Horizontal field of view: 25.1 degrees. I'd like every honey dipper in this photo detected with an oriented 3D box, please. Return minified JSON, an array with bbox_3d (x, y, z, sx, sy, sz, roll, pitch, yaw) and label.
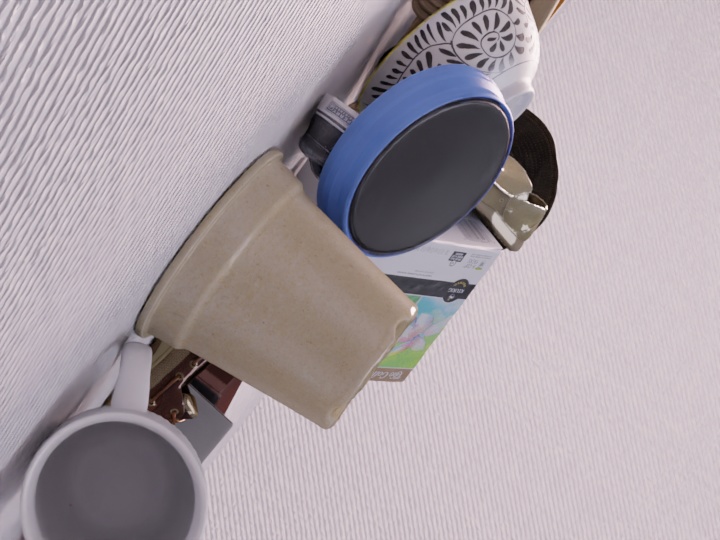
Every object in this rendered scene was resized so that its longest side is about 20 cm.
[{"bbox_3d":[0.035,-0.209,1.549,0.200,0.038,0.038,-50,180,40],"label":"honey dipper"}]

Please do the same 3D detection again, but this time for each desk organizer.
[{"bbox_3d":[-0.182,0.139,1.743,0.077,0.072,0.200,-48,173,-39],"label":"desk organizer"}]

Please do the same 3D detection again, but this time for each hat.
[{"bbox_3d":[0.114,-0.111,1.791,0.201,0.201,0.081,-53,148,6],"label":"hat"}]

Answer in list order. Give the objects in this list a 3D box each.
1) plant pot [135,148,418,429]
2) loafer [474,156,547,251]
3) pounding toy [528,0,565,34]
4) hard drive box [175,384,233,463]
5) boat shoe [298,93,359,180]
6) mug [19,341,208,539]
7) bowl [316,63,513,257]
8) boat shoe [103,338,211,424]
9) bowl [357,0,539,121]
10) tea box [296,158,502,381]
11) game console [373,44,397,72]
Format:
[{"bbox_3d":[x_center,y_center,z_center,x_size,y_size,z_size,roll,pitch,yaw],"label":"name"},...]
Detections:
[{"bbox_3d":[-0.059,0.030,1.387,0.201,0.183,0.200,-53,177,-4],"label":"plant pot"},{"bbox_3d":[0.134,-0.095,1.685,0.068,0.076,0.200,-42,142,2],"label":"loafer"},{"bbox_3d":[0.231,-0.356,1.769,0.184,0.142,0.200,-52,177,-16],"label":"pounding toy"},{"bbox_3d":[-0.237,0.219,1.628,0.200,0.077,0.156,-51,-173,-32],"label":"hard drive box"},{"bbox_3d":[-0.017,-0.110,1.493,0.068,0.072,0.200,-53,173,3],"label":"boat shoe"},{"bbox_3d":[-0.198,0.159,1.345,0.175,0.147,0.200,173,-76,-83],"label":"mug"},{"bbox_3d":[0.054,-0.093,1.455,0.200,0.039,0.201,-28,147,-20],"label":"bowl"},{"bbox_3d":[-0.184,0.116,1.527,0.200,0.072,0.072,-52,177,-1],"label":"boat shoe"},{"bbox_3d":[0.104,-0.179,1.550,0.201,0.094,0.201,-35,167,-9],"label":"bowl"},{"bbox_3d":[0.000,0.000,1.673,0.200,0.134,0.197,7,127,-47],"label":"tea box"},{"bbox_3d":[0.054,-0.230,1.715,0.200,0.116,0.176,124,-26,-56],"label":"game console"}]
